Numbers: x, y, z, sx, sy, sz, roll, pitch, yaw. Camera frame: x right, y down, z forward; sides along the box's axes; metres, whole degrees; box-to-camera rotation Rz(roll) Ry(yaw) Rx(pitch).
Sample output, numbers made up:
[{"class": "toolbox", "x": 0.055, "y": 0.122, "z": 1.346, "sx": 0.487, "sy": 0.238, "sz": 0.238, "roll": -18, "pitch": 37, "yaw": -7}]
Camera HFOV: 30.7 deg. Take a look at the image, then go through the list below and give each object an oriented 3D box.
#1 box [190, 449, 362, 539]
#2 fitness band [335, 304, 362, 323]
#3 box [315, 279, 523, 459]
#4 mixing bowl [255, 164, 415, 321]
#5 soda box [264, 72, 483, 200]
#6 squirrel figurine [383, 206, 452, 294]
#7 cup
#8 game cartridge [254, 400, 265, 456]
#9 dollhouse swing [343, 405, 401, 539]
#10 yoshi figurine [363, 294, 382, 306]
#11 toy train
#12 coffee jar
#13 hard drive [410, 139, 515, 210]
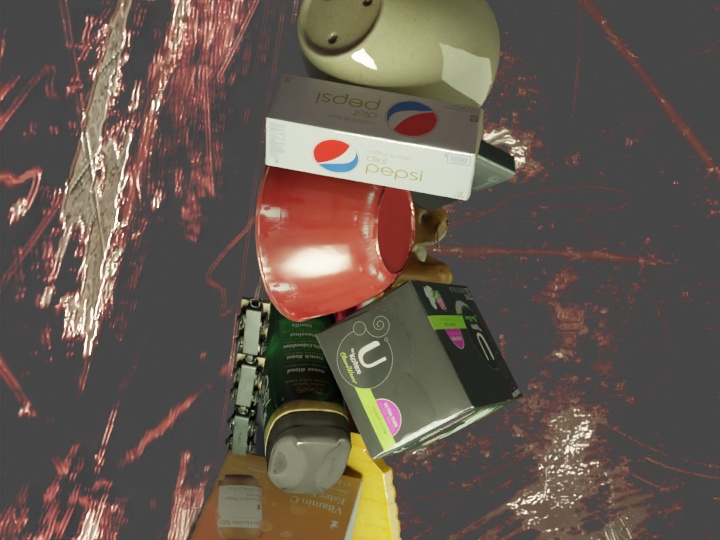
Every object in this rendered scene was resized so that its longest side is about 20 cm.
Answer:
[{"class": "box", "x": -0.095, "y": 0.301, "z": 1.348, "sx": 0.200, "sy": 0.152, "sz": 0.107, "roll": -71, "pitch": 173, "yaw": -54}, {"class": "fitness band", "x": 0.000, "y": 0.000, "z": 1.513, "sx": 0.144, "sy": 0.037, "sz": 0.200, "roll": 104, "pitch": -2, "yaw": -54}, {"class": "box", "x": 0.066, "y": 0.103, "z": 1.397, "sx": 0.149, "sy": 0.124, "sz": 0.200, "roll": 64, "pitch": 17, "yaw": 12}, {"class": "mixing bowl", "x": -0.012, "y": -0.044, "z": 1.330, "sx": 0.200, "sy": 0.108, "sz": 0.201, "roll": 3, "pitch": 90, "yaw": -64}, {"class": "soda box", "x": 0.013, "y": -0.127, "z": 1.243, "sx": 0.064, "sy": 0.200, "sz": 0.068, "roll": 97, "pitch": 5, "yaw": -50}, {"class": "squirrel figurine", "x": 0.029, "y": -0.025, "z": 1.783, "sx": 0.141, "sy": 0.200, "sz": 0.187, "roll": -25, "pitch": 129, "yaw": -63}, {"class": "cup", "x": 0.018, "y": -0.229, "z": 1.300, "sx": 0.143, "sy": 0.200, "sz": 0.201, "roll": 25, "pitch": 75, "yaw": -55}, {"class": "game cartridge", "x": -0.104, "y": 0.211, "z": 1.543, "sx": 0.200, "sy": 0.040, "sz": 0.134, "roll": 97, "pitch": -2, "yaw": -65}, {"class": "dollhouse swing", "x": 0.020, "y": 0.231, "z": 1.513, "sx": 0.176, "sy": 0.182, "sz": 0.200, "roll": -26, "pitch": 116, "yaw": -44}, {"class": "yoshi figurine", "x": -0.019, "y": -0.011, "z": 1.680, "sx": 0.200, "sy": 0.112, "sz": 0.112, "roll": -70, "pitch": 162, "yaw": 5}, {"class": "toy train", "x": -0.114, "y": 0.105, "z": 1.346, "sx": 0.046, "sy": 0.034, "sz": 0.200, "roll": -76, "pitch": 176, "yaw": -56}, {"class": "coffee jar", "x": -0.062, "y": 0.131, "z": 1.379, "sx": 0.200, "sy": 0.085, "sz": 0.104, "roll": -100, "pitch": -162, "yaw": -45}, {"class": "hard drive", "x": 0.057, "y": -0.128, "z": 1.471, "sx": 0.139, "sy": 0.200, "sz": 0.033, "roll": -21, "pitch": -120, "yaw": 42}]
